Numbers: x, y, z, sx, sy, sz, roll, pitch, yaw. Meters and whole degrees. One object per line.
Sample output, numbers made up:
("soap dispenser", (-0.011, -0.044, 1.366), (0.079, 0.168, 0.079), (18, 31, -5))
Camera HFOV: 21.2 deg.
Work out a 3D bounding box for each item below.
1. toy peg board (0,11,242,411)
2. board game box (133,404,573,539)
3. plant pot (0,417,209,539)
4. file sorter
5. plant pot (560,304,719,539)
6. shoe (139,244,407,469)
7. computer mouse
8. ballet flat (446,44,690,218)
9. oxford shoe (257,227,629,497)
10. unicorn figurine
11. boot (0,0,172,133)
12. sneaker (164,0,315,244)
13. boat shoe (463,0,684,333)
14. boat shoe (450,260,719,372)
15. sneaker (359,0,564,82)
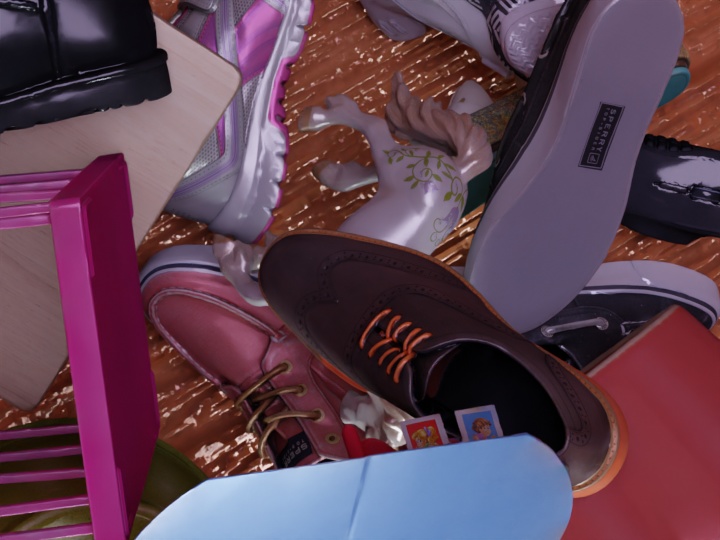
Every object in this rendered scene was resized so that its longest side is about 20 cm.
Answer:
("toy peg board", (-0.195, -0.071, 0.972), (0.200, 0.098, 0.200), (32, 94, -9))
("board game box", (-0.011, 0.109, 0.816), (0.199, 0.158, 0.039), (-7, 52, -15))
("plant pot", (-0.134, 0.171, 0.936), (0.199, 0.193, 0.201), (1, 85, -12))
("file sorter", (-0.163, 0.033, 0.841), (0.125, 0.200, 0.140), (-6, 99, -1))
("plant pot", (0.152, 0.128, 0.941), (0.200, 0.200, 0.178), (-36, 86, -13))
("shoe", (-0.035, 0.066, 1.010), (0.200, 0.072, 0.091), (31, 36, -12))
("computer mouse", (0.220, -0.035, 1.071), (0.199, 0.034, 0.059), (13, 96, 17))
("ballet flat", (0.091, -0.088, 1.079), (0.200, 0.071, 0.071), (-29, 92, -13))
("oxford shoe", (0.028, 0.032, 0.871), (0.200, 0.073, 0.071), (28, 92, 25))
("unicorn figurine", (0.000, 0.000, 0.962), (0.137, 0.074, 0.201), (27, 93, 30))
("boot", (-0.192, -0.143, 0.873), (0.199, 0.076, 0.169), (-13, 102, -10))
("sneaker", (-0.078, -0.117, 1.029), (0.088, 0.081, 0.201), (10, 83, -13))
("boat shoe", (0.103, -0.061, 0.974), (0.068, 0.057, 0.201), (14, 114, -23))
("boat shoe", (0.109, 0.038, 1.047), (0.199, 0.072, 0.068), (1, 61, -23))
("sneaker", (0.069, -0.149, 1.045), (0.200, 0.115, 0.075), (39, 79, -4))
